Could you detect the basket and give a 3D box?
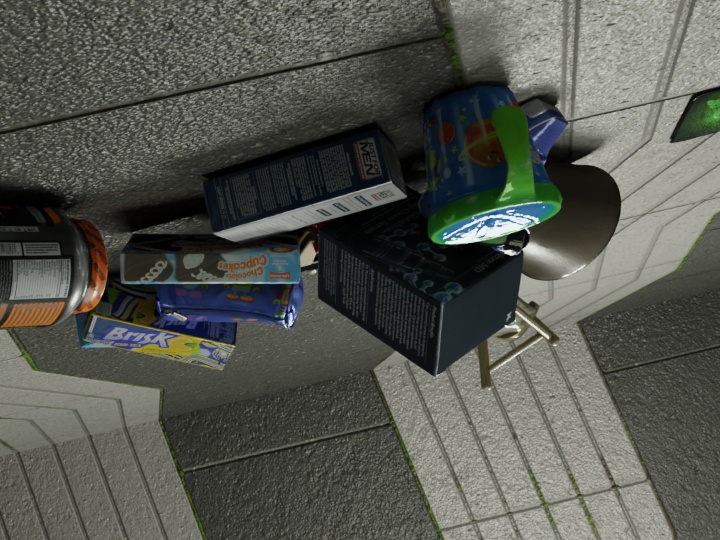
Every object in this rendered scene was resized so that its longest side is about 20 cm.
[{"bbox_3d":[0.211,-0.072,1.402,0.180,0.137,0.199,-40,153,27],"label":"basket"}]

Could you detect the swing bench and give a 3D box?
[{"bbox_3d":[0.142,0.020,1.504,0.129,0.202,0.198,-35,140,17],"label":"swing bench"}]

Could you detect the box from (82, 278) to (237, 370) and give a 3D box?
[{"bbox_3d":[-0.270,0.073,1.507,0.197,0.065,0.070,15,141,-17],"label":"box"}]

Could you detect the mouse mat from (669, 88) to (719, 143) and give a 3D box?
[{"bbox_3d":[0.474,-0.204,1.381,0.158,0.008,0.200,-14,168,5],"label":"mouse mat"}]

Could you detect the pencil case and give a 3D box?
[{"bbox_3d":[-0.173,0.032,1.443,0.197,0.088,0.079,5,137,4],"label":"pencil case"}]

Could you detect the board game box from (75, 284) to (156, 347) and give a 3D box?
[{"bbox_3d":[-0.289,0.064,1.675,0.194,0.057,0.199,-19,168,27],"label":"board game box"}]

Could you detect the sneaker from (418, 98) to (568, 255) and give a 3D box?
[{"bbox_3d":[0.164,-0.084,1.221,0.199,0.116,0.080,-43,156,28],"label":"sneaker"}]

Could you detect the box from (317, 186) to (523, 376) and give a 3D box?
[{"bbox_3d":[0.067,0.006,1.309,0.148,0.199,0.108,-30,138,-36],"label":"box"}]

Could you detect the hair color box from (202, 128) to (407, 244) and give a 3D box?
[{"bbox_3d":[-0.057,-0.087,1.184,0.197,0.061,0.100,-15,172,11],"label":"hair color box"}]

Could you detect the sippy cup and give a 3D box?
[{"bbox_3d":[0.120,-0.108,1.110,0.177,0.132,0.139,-23,165,40],"label":"sippy cup"}]

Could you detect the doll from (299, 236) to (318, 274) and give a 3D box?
[{"bbox_3d":[-0.085,-0.022,1.508,0.197,0.049,0.137,-13,163,0],"label":"doll"}]

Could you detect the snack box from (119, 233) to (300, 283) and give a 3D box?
[{"bbox_3d":[-0.167,-0.015,1.267,0.196,0.038,0.116,0,-167,-5],"label":"snack box"}]

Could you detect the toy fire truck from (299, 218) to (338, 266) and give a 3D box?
[{"bbox_3d":[-0.059,-0.035,1.405,0.140,0.049,0.199,-29,157,25],"label":"toy fire truck"}]

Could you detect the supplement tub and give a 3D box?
[{"bbox_3d":[-0.356,-0.003,1.088,0.122,0.124,0.198,-23,166,41],"label":"supplement tub"}]
